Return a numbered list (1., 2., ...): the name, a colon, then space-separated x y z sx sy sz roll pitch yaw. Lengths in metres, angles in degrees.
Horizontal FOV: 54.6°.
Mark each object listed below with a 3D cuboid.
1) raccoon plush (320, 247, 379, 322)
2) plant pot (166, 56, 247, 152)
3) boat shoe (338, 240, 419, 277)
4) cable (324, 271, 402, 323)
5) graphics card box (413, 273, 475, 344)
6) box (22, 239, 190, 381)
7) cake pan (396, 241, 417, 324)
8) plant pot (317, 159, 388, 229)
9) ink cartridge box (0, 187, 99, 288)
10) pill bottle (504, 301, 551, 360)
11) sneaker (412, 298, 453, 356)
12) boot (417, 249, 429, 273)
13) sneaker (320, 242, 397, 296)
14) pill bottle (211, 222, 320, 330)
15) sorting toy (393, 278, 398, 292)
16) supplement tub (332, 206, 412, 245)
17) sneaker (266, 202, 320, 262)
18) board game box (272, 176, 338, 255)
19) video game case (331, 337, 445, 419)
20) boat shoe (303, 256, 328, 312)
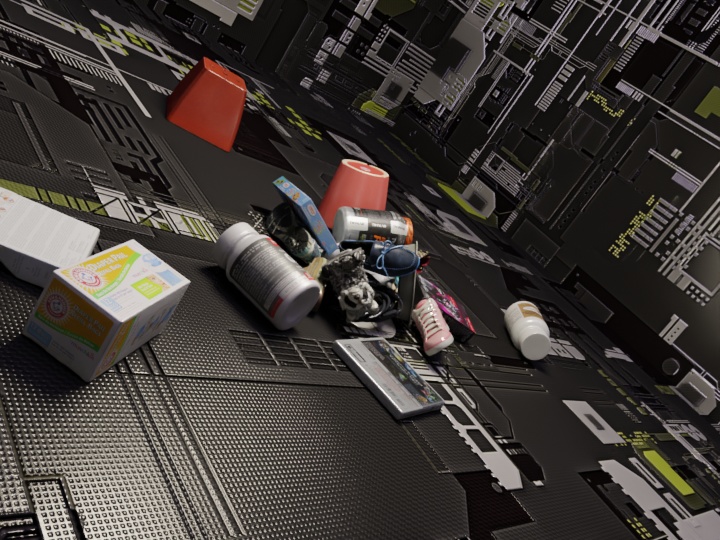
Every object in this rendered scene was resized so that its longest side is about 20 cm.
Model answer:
1. raccoon plush: -0.006 0.025 1.493 0.135 0.096 0.200 66 18 -6
2. plant pot: -0.431 -0.494 2.018 0.199 0.177 0.200 26 20 -26
3. boat shoe: 0.036 -0.029 1.603 0.198 0.085 0.069 2 -24 25
4. cable: -0.003 0.052 1.555 0.199 0.051 0.164 -12 53 -45
5. graphics card box: 0.207 0.098 1.832 0.199 0.051 0.126 33 22 -27
6. box: -0.338 0.047 0.949 0.112 0.102 0.200 35 18 1
7. cake pan: 0.111 0.028 1.685 0.036 0.203 0.201 5 19 2
8. plant pot: -0.011 -0.207 1.978 0.198 0.179 0.201 16 17 -5
9. ink cartridge box: -0.497 -0.050 1.017 0.198 0.048 0.161 23 21 -18
10. pill bottle: 0.505 0.182 2.096 0.114 0.115 0.200 31 19 -11
11. sneaker: 0.162 0.129 1.641 0.105 0.075 0.200 57 10 -5
12. boot: 0.136 -0.056 2.059 0.150 0.074 0.199 29 18 22
13. sneaker: 0.000 0.000 1.696 0.197 0.075 0.116 3 60 -5
14. pill bottle: -0.180 0.007 1.313 0.200 0.114 0.114 42 19 19
15. sorting toy: 0.076 0.004 1.902 0.199 0.037 0.186 29 19 -19
16. supplement tub: 0.032 -0.101 1.861 0.197 0.124 0.123 4 29 -19
17. sneaker: -0.160 -0.084 1.677 0.086 0.077 0.201 43 8 -48
18. board game box: -0.136 -0.136 1.706 0.152 0.036 0.200 61 -10 -33
19. video game case: 0.057 0.208 1.383 0.200 0.023 0.181 44 20 27
20. boat shoe: -0.113 0.016 1.496 0.075 0.072 0.200 17 20 -6
